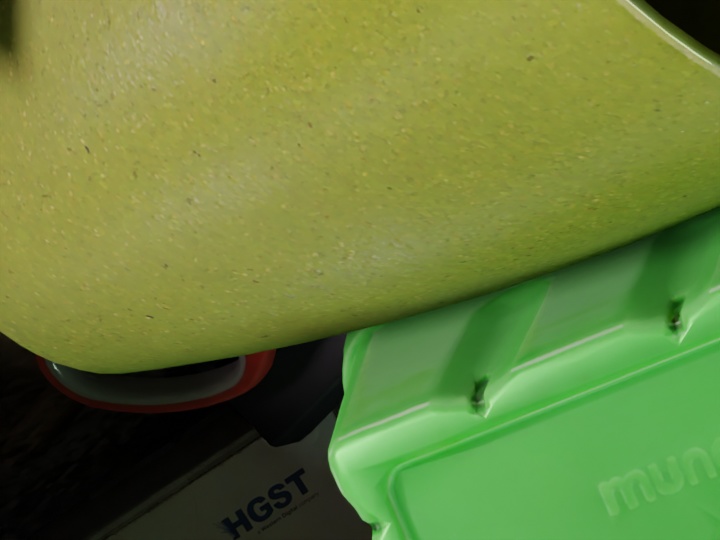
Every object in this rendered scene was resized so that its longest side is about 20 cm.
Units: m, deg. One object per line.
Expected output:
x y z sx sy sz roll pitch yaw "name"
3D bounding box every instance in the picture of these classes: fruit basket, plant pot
0.110 0.044 0.659 0.215 0.156 0.216 -23 -179 0 "fruit basket"
-0.006 -0.065 0.619 0.187 0.188 0.200 7 148 -45 "plant pot"

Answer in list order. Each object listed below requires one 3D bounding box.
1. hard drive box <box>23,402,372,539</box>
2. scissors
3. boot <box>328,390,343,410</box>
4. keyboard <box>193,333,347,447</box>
-0.024 0.153 0.856 0.155 0.201 0.077 -32 -173 -1 "hard drive box"
0.000 0.000 0.737 0.199 0.014 0.073 -5 120 23 "scissors"
0.059 -0.050 0.783 0.199 0.069 0.175 -5 130 -9 "boot"
0.022 -0.031 0.736 0.200 0.104 0.040 -47 179 27 "keyboard"
